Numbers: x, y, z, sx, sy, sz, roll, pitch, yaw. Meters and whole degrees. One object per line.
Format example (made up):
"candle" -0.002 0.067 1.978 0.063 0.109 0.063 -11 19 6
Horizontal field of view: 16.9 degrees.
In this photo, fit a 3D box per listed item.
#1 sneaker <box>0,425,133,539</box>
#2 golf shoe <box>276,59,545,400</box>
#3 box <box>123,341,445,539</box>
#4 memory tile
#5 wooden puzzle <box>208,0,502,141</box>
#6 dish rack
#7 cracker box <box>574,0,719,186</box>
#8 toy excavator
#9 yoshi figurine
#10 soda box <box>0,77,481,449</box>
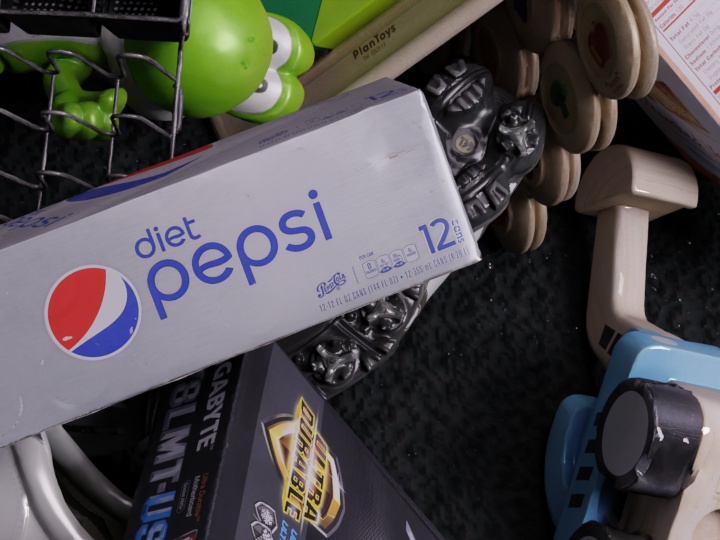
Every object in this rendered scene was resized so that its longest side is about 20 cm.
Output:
"sneaker" -0.076 0.134 0.899 0.200 0.071 0.073 45 18 -12
"golf shoe" 0.000 0.000 1.050 0.200 0.094 0.078 -41 84 -13
"box" -0.010 0.151 0.878 0.199 0.050 0.200 49 27 -26
"memory tile" 0.069 -0.107 1.070 0.017 0.200 0.153 -13 69 -20
"wooden puzzle" -0.025 -0.164 1.066 0.037 0.185 0.200 12 50 -52
"dish rack" -0.142 -0.025 0.929 0.153 0.055 0.200 3 82 8
"cracker box" 0.154 -0.099 1.106 0.200 0.058 0.134 45 0 -34
"toy excavator" 0.127 0.054 1.071 0.100 0.200 0.195 12 101 -23
"yoshi figurine" -0.117 -0.108 0.998 0.200 0.112 0.112 13 35 -3
"soda box" -0.064 -0.003 0.865 0.200 0.063 0.068 -22 102 -7
